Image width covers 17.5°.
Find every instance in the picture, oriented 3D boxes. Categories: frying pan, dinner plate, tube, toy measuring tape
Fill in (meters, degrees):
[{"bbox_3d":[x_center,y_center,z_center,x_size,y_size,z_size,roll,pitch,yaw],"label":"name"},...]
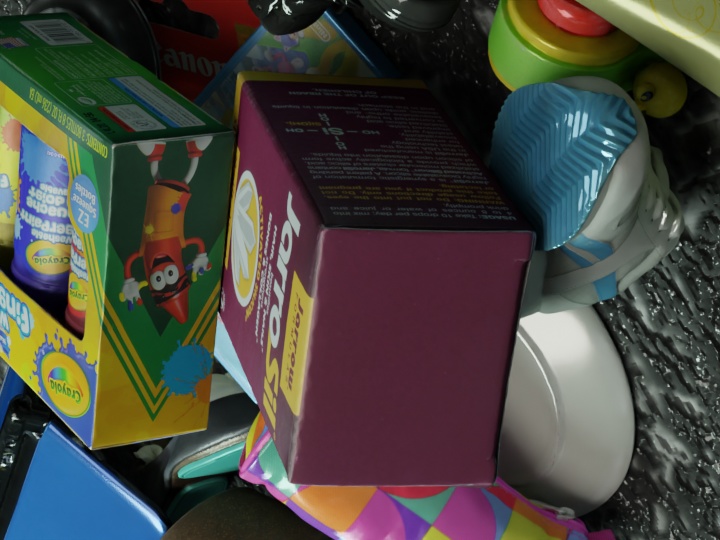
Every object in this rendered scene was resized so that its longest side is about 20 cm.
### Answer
[{"bbox_3d":[-0.178,-0.088,1.349,0.115,0.031,0.190,51,126,19],"label":"frying pan"},{"bbox_3d":[0.060,0.056,1.273,0.200,0.024,0.201,27,136,30],"label":"dinner plate"},{"bbox_3d":[0.152,-0.113,1.022,0.200,0.058,0.052,41,141,14],"label":"tube"},{"bbox_3d":[0.065,-0.129,1.087,0.200,0.074,0.074,38,140,17],"label":"toy measuring tape"}]

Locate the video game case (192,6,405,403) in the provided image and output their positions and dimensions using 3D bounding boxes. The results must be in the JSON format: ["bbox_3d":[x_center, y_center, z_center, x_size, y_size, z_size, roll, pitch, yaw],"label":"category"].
[{"bbox_3d":[-0.041,-0.039,1.255,0.143,0.018,0.200,48,123,5],"label":"video game case"}]

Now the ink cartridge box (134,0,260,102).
[{"bbox_3d":[-0.103,-0.065,1.325,0.160,0.050,0.201,18,132,36],"label":"ink cartridge box"}]

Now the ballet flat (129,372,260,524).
[{"bbox_3d":[-0.097,0.104,1.433,0.073,0.073,0.200,49,148,4],"label":"ballet flat"}]

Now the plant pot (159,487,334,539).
[{"bbox_3d":[-0.037,0.231,1.401,0.200,0.186,0.187,47,143,26],"label":"plant pot"}]

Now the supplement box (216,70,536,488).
[{"bbox_3d":[0.000,0.000,1.111,0.200,0.103,0.132,-121,36,-62],"label":"supplement box"}]

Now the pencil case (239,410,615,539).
[{"bbox_3d":[0.032,0.124,1.254,0.199,0.089,0.088,32,142,-8],"label":"pencil case"}]

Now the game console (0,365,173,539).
[{"bbox_3d":[-0.186,0.133,1.526,0.118,0.171,0.200,15,140,-11],"label":"game console"}]

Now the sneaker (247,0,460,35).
[{"bbox_3d":[-0.015,-0.149,1.118,0.200,0.060,0.105,60,141,39],"label":"sneaker"}]

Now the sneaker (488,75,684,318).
[{"bbox_3d":[0.106,-0.038,1.066,0.200,0.080,0.077,107,149,-72],"label":"sneaker"}]

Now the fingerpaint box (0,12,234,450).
[{"bbox_3d":[-0.150,-0.026,1.234,0.200,0.073,0.168,38,128,50],"label":"fingerpaint box"}]
